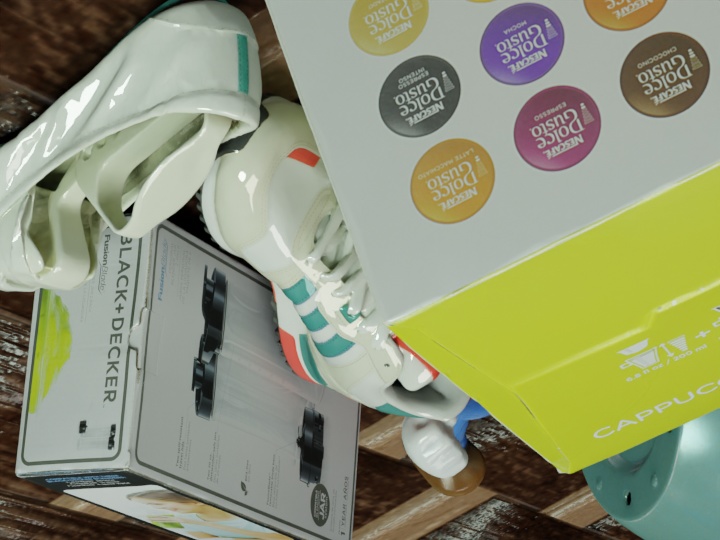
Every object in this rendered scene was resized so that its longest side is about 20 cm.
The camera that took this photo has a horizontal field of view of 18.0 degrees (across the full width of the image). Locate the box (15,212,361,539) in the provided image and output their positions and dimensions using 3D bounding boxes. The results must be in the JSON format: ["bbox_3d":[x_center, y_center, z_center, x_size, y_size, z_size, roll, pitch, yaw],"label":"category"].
[{"bbox_3d":[-0.072,0.059,1.044,0.060,0.117,0.200,-5,162,27],"label":"box"}]

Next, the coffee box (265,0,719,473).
[{"bbox_3d":[0.101,-0.070,0.842,0.199,0.198,0.200,-26,152,13],"label":"coffee box"}]

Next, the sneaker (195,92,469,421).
[{"bbox_3d":[0.000,0.001,0.982,0.070,0.093,0.200,-53,149,-20],"label":"sneaker"}]

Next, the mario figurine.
[{"bbox_3d":[0.067,0.052,1.134,0.105,0.124,0.200,-5,156,0],"label":"mario figurine"}]

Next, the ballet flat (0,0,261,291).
[{"bbox_3d":[-0.113,-0.032,0.916,0.200,0.070,0.069,-37,148,31],"label":"ballet flat"}]

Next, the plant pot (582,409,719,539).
[{"bbox_3d":[0.204,0.065,1.169,0.160,0.201,0.201,0,148,-20],"label":"plant pot"}]
